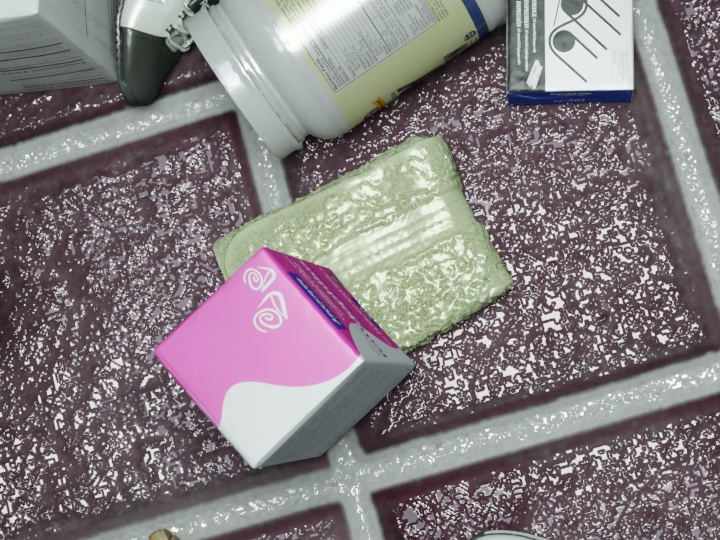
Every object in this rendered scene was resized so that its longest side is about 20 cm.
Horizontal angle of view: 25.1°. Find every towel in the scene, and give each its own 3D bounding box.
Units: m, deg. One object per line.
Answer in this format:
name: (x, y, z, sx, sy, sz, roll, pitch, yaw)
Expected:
towel: (0.000, 0.000, 1.203, 0.199, 0.036, 0.149, -27, 81, 5)

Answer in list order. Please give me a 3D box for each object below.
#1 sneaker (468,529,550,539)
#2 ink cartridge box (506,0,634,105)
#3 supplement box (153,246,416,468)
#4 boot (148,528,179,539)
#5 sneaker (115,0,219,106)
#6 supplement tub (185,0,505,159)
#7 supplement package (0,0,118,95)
sneaker: (0.153, 0.243, 1.110, 0.200, 0.115, 0.076, 31, 89, 11)
ink cartridge box: (0.154, -0.226, 1.201, 0.093, 0.044, 0.201, -1, 83, 7)
supplement box: (-0.045, 0.060, 1.086, 0.103, 0.200, 0.101, -44, 80, 7)
boot: (-0.161, 0.308, 1.173, 0.166, 0.072, 0.201, -27, 84, 3)
sneaker: (-0.126, -0.216, 1.229, 0.088, 0.074, 0.201, 16, 86, 12)
supplement tub: (-0.011, -0.187, 1.171, 0.200, 0.145, 0.145, -34, 80, 4)
supplement package: (-0.256, -0.207, 1.183, 0.109, 0.200, 0.114, -5, 82, 7)
